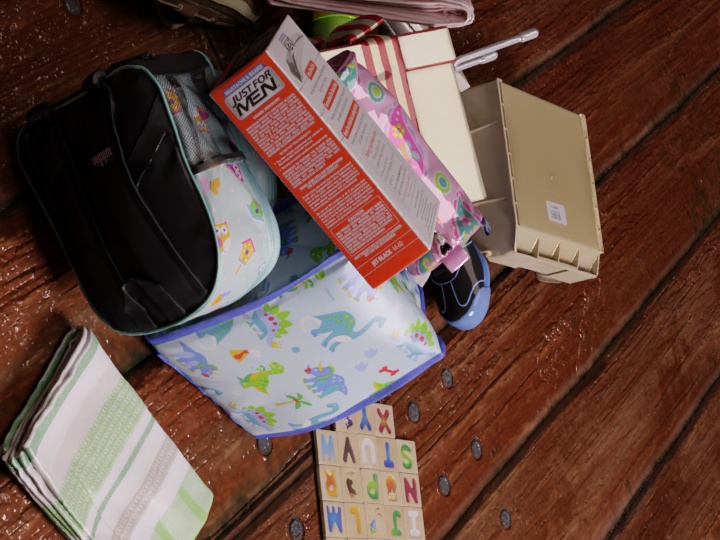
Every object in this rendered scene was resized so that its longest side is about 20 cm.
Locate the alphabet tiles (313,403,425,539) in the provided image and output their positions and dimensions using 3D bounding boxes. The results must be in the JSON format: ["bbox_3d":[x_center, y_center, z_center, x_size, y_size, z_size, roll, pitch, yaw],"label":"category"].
[{"bbox_3d":[0.012,0.222,1.763,0.166,0.006,0.201,15,65,-54],"label":"alphabet tiles"}]

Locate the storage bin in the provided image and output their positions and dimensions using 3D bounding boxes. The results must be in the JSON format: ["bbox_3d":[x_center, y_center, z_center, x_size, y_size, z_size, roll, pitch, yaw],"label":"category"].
[{"bbox_3d":[0.176,-0.093,2.066,0.200,0.093,0.200,14,66,-54],"label":"storage bin"}]

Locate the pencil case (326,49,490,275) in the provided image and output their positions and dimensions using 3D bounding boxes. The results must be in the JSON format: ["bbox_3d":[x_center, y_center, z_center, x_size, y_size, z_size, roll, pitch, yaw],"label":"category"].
[{"bbox_3d":[0.020,-0.087,1.558,0.200,0.087,0.088,52,38,-13],"label":"pencil case"}]

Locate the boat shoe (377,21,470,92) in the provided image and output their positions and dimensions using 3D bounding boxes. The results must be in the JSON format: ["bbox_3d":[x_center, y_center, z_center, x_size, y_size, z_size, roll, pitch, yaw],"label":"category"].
[{"bbox_3d":[0.051,-0.231,1.932,0.200,0.059,0.072,41,21,-59],"label":"boat shoe"}]

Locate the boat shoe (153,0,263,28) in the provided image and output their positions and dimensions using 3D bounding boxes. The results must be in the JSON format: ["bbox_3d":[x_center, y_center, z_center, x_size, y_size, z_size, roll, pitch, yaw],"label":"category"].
[{"bbox_3d":[-0.153,-0.253,1.665,0.075,0.075,0.202,56,9,17],"label":"boat shoe"}]

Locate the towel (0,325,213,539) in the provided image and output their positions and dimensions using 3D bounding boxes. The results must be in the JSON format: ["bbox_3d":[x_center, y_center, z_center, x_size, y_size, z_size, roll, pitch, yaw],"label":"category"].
[{"bbox_3d":[-0.191,0.160,1.463,0.200,0.031,0.149,55,38,-27],"label":"towel"}]

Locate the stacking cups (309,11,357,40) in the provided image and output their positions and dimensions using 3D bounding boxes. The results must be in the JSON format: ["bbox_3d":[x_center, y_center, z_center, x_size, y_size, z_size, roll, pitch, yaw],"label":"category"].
[{"bbox_3d":[-0.028,-0.188,1.842,0.060,0.060,0.201,26,61,-49],"label":"stacking cups"}]

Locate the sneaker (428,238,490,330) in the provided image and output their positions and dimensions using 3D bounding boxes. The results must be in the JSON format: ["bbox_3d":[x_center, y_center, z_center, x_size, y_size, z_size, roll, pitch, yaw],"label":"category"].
[{"bbox_3d":[0.080,-0.037,1.925,0.078,0.070,0.201,18,55,-49],"label":"sneaker"}]

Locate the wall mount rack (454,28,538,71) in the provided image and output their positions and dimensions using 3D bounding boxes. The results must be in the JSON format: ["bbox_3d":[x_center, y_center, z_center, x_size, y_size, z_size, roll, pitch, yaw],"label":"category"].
[{"bbox_3d":[0.090,-0.174,1.856,0.074,0.200,0.174,31,78,-13],"label":"wall mount rack"}]

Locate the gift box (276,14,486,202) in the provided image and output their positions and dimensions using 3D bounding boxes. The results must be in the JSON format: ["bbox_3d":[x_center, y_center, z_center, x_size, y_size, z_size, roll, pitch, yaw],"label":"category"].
[{"bbox_3d":[-0.003,-0.130,1.704,0.199,0.184,0.188,-17,93,-37],"label":"gift box"}]

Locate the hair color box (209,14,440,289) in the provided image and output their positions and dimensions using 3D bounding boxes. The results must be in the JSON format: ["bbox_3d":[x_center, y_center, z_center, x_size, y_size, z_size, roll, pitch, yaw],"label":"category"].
[{"bbox_3d":[-0.025,-0.094,1.455,0.200,0.064,0.111,51,19,-13],"label":"hair color box"}]

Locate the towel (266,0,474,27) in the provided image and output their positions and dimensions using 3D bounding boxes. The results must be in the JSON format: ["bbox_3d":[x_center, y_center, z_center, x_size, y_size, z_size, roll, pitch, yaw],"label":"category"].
[{"bbox_3d":[0.008,-0.274,1.762,0.200,0.190,0.032,-94,-168,-69],"label":"towel"}]

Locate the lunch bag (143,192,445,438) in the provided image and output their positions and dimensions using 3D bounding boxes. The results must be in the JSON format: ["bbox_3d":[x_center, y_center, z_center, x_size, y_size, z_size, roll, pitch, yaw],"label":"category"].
[{"bbox_3d":[-0.059,0.045,1.569,0.170,0.200,0.128,46,14,-38],"label":"lunch bag"}]

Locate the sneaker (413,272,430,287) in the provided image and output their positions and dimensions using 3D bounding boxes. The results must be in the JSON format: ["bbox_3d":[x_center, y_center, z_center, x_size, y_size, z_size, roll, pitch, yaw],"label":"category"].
[{"bbox_3d":[0.000,0.000,1.700,0.077,0.200,0.082,4,57,-26],"label":"sneaker"}]

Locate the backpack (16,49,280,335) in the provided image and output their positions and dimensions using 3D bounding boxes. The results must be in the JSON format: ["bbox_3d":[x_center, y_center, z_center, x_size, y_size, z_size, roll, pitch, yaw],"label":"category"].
[{"bbox_3d":[-0.156,-0.056,1.468,0.153,0.175,0.201,-12,80,-55],"label":"backpack"}]
